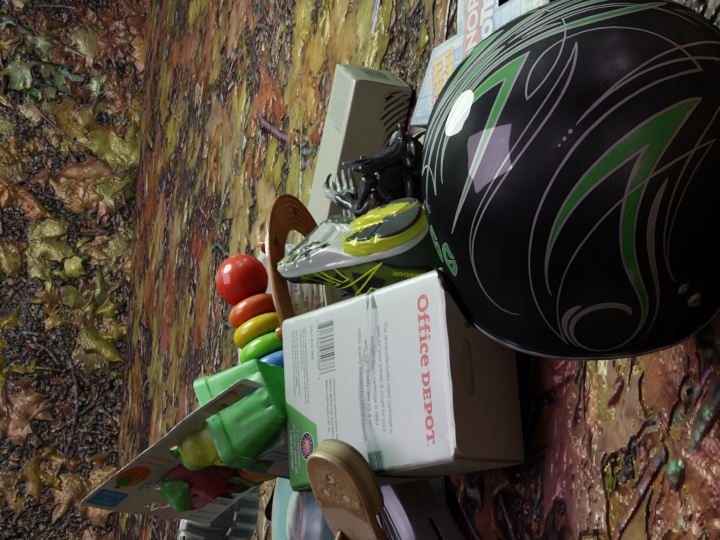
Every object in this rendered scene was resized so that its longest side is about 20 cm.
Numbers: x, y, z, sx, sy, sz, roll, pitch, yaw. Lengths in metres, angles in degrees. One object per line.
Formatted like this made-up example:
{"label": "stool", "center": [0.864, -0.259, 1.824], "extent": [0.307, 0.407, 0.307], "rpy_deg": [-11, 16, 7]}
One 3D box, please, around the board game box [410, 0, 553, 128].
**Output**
{"label": "board game box", "center": [0.112, -0.183, 0.963], "extent": [0.199, 0.061, 0.203], "rpy_deg": [-19, 66, 61]}

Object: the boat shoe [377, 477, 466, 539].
{"label": "boat shoe", "center": [0.040, 0.215, 1.072], "extent": [0.201, 0.071, 0.071], "rpy_deg": [-109, 36, -49]}

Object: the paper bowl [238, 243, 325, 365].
{"label": "paper bowl", "center": [-0.065, 0.073, 1.385], "extent": [0.200, 0.103, 0.203], "rpy_deg": [-174, 90, -72]}

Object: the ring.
{"label": "ring", "center": [-0.054, 0.025, 1.208], "extent": [0.200, 0.019, 0.203], "rpy_deg": [-16, -90, -75]}

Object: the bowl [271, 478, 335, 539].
{"label": "bowl", "center": [-0.023, 0.239, 1.207], "extent": [0.201, 0.104, 0.203], "rpy_deg": [-173, 90, -72]}

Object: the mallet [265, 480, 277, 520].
{"label": "mallet", "center": [-0.083, 0.233, 1.370], "extent": [0.200, 0.041, 0.067], "rpy_deg": [-72, -8, -67]}

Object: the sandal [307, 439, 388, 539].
{"label": "sandal", "center": [-0.004, 0.234, 0.955], "extent": [0.077, 0.070, 0.213], "rpy_deg": [3, 125, 42]}

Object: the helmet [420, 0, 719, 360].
{"label": "helmet", "center": [0.134, -0.065, 0.728], "extent": [0.200, 0.198, 0.193], "rpy_deg": [-116, 20, -58]}

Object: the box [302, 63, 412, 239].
{"label": "box", "center": [-0.006, -0.111, 1.321], "extent": [0.082, 0.068, 0.202], "rpy_deg": [-123, 42, -63]}

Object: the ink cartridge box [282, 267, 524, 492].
{"label": "ink cartridge box", "center": [0.030, 0.094, 0.992], "extent": [0.199, 0.082, 0.148], "rpy_deg": [-18, 69, 47]}

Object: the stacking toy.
{"label": "stacking toy", "center": [-0.092, 0.074, 1.242], "extent": [0.202, 0.085, 0.085], "rpy_deg": [68, 153, 15]}

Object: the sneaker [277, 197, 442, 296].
{"label": "sneaker", "center": [0.000, 0.000, 1.071], "extent": [0.074, 0.085, 0.199], "rpy_deg": [-44, 18, -29]}

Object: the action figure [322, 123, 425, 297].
{"label": "action figure", "center": [0.025, -0.065, 1.147], "extent": [0.102, 0.117, 0.202], "rpy_deg": [-116, 31, -48]}

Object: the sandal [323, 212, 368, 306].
{"label": "sandal", "center": [0.000, 0.054, 1.248], "extent": [0.070, 0.077, 0.214], "rpy_deg": [104, 164, -70]}

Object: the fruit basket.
{"label": "fruit basket", "center": [-0.120, 0.172, 1.109], "extent": [0.200, 0.185, 0.094], "rpy_deg": [-43, 57, 14]}

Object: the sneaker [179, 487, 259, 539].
{"label": "sneaker", "center": [-0.139, 0.220, 1.305], "extent": [0.115, 0.074, 0.202], "rpy_deg": [164, 123, -82]}
